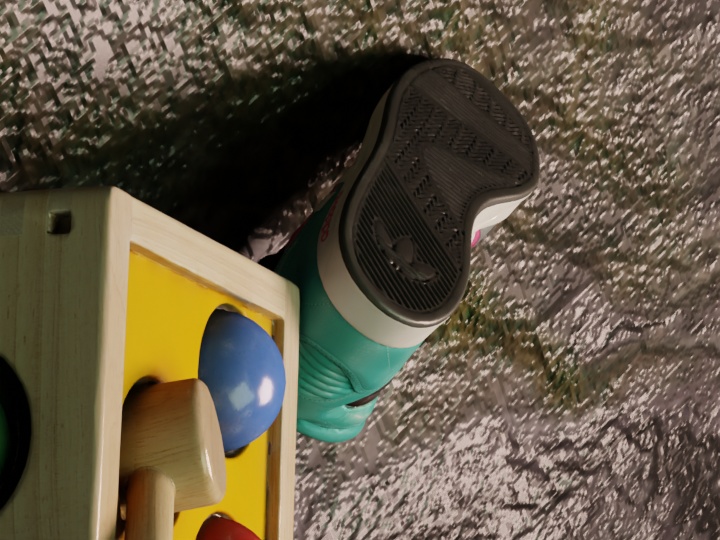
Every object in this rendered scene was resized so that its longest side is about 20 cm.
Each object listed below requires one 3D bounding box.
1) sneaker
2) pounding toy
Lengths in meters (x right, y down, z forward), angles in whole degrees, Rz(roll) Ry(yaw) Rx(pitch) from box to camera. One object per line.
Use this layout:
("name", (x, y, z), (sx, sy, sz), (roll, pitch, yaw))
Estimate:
("sneaker", (0.000, 0.000, 1.017), (0.121, 0.084, 0.200), (-43, -174, 31))
("pounding toy", (-0.085, 0.076, 0.824), (0.200, 0.141, 0.186), (31, 59, -66))
